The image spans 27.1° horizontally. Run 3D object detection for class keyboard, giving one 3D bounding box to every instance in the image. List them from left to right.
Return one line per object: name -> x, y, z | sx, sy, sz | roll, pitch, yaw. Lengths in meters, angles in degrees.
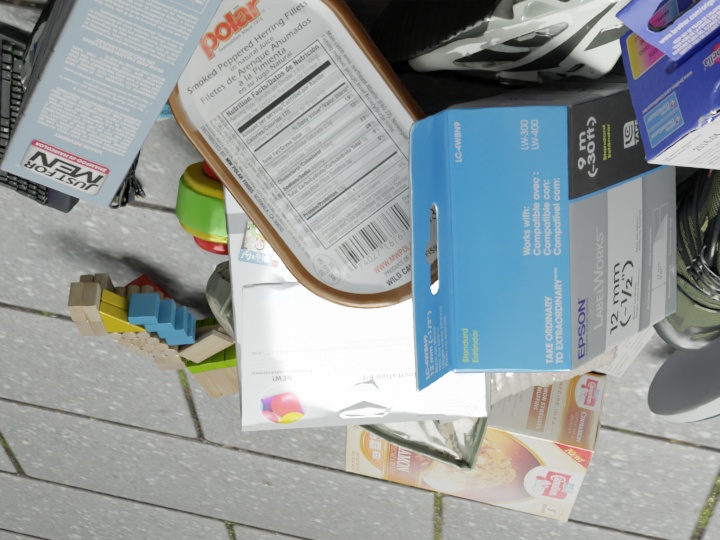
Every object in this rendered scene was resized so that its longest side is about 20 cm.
keyboard -> -0.211, -0.094, 1.070 | 0.127, 0.021, 0.200 | 19, 151, -4

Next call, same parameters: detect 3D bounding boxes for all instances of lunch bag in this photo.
lunch bag -> -0.010, 0.042, 1.054 | 0.200, 0.118, 0.164 | 23, -178, -15

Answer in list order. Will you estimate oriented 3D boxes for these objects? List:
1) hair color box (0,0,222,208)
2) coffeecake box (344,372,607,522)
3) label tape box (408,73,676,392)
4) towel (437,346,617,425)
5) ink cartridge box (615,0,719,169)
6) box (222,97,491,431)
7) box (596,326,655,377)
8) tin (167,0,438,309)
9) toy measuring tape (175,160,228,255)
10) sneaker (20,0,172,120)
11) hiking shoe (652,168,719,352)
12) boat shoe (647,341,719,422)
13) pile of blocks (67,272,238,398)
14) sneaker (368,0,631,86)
hair color box -> -0.105, -0.133, 0.706 | 0.061, 0.099, 0.200 | 21, 136, -18
coffeecake box -> 0.092, 0.130, 1.250 | 0.200, 0.073, 0.154 | 12, 149, 6
label tape box -> 0.104, -0.024, 0.804 | 0.066, 0.200, 0.143 | 6, 106, 33
towel -> 0.086, -0.003, 0.937 | 0.133, 0.034, 0.200 | -19, 119, -3
ink cartridge box -> 0.220, -0.105, 0.710 | 0.200, 0.076, 0.136 | 0, 158, -28
box -> 0.000, 0.000, 0.880 | 0.156, 0.041, 0.200 | -4, 119, -2
box -> 0.195, 0.013, 1.034 | 0.041, 0.039, 0.200 | 17, 151, 0
tin -> -0.022, -0.070, 0.796 | 0.200, 0.112, 0.042 | 52, 179, -10
toy measuring tape -> -0.076, -0.031, 0.981 | 0.074, 0.074, 0.200 | 38, -175, -34
sneaker -> -0.145, -0.108, 0.895 | 0.087, 0.200, 0.075 | 18, 111, -25
hiking shoe -> 0.212, -0.014, 0.874 | 0.076, 0.101, 0.200 | 14, 131, 2
boat shoe -> 0.292, 0.071, 1.061 | 0.066, 0.072, 0.200 | 34, 138, -21
pile of blocks -> -0.152, 0.039, 1.235 | 0.082, 0.062, 0.200 | -27, 139, 34
sneaker -> 0.092, -0.129, 0.806 | 0.200, 0.074, 0.089 | -11, 139, 39
